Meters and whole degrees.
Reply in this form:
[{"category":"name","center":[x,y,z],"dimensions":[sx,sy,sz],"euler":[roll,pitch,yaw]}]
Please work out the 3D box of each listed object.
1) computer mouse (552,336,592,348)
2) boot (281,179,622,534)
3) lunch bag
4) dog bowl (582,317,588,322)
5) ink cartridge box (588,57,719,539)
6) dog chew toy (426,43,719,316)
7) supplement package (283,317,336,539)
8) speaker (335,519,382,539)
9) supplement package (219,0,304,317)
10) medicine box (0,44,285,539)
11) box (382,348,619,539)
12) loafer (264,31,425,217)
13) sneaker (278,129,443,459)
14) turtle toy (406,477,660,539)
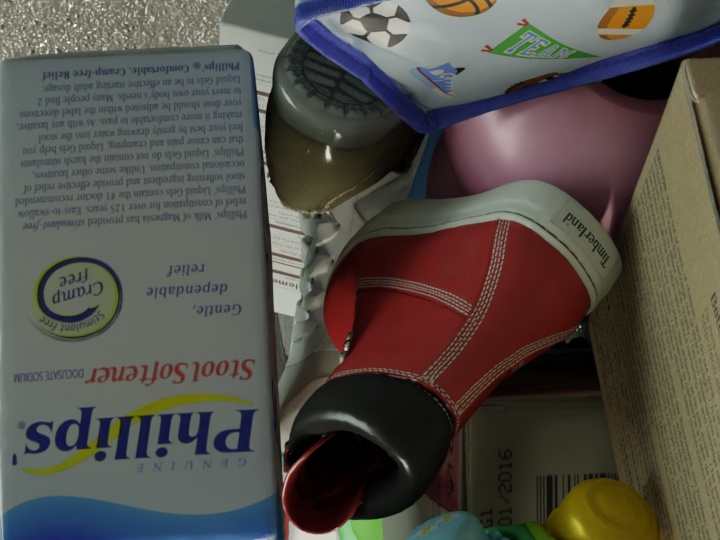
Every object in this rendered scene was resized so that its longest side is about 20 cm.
[{"category":"computer mouse","center":[0.092,0.122,1.107],"dimensions":[0.200,0.052,0.140],"euler":[118,147,-74]},{"category":"boot","center":[0.002,0.042,0.774],"dimensions":[0.072,0.144,0.200],"euler":[46,159,-9]},{"category":"lunch bag","center":[0.082,-0.161,0.697],"dimensions":[0.124,0.199,0.171],"euler":[29,-131,-55]},{"category":"dog bowl","center":[0.105,-0.070,0.964],"dimensions":[0.111,0.049,0.202],"euler":[-134,42,-77]},{"category":"ink cartridge box","center":[0.142,0.055,0.675],"dimensions":[0.165,0.074,0.201],"euler":[103,163,-57]},{"category":"dog chew toy","center":[0.083,-0.036,0.832],"dimensions":[0.200,0.123,0.125],"euler":[114,152,-56]},{"category":"supplement package","center":[0.009,0.133,1.260],"dimensions":[0.122,0.119,0.201],"euler":[-102,18,-58]},{"category":"speaker","center":[0.033,0.080,1.063],"dimensions":[0.089,0.088,0.201],"euler":[-106,18,-56]},{"category":"supplement package","center":[0.009,-0.088,1.124],"dimensions":[0.152,0.149,0.201],"euler":[-68,-12,-45]},{"category":"medicine box","center":[-0.085,0.039,0.811],"dimensions":[0.182,0.102,0.202],"euler":[91,175,-69]},{"category":"box","center":[0.086,0.097,0.892],"dimensions":[0.200,0.127,0.110],"euler":[-163,72,-81]},{"category":"loafer","center":[0.006,-0.086,0.850],"dimensions":[0.200,0.075,0.070],"euler":[-46,-16,-55]},{"category":"sneaker","center":[0.000,0.000,0.938],"dimensions":[0.201,0.080,0.076],"euler":[-59,11,-16]},{"category":"turtle toy","center":[0.043,0.166,0.669],"dimensions":[0.201,0.100,0.146],"euler":[-101,31,-48]}]
